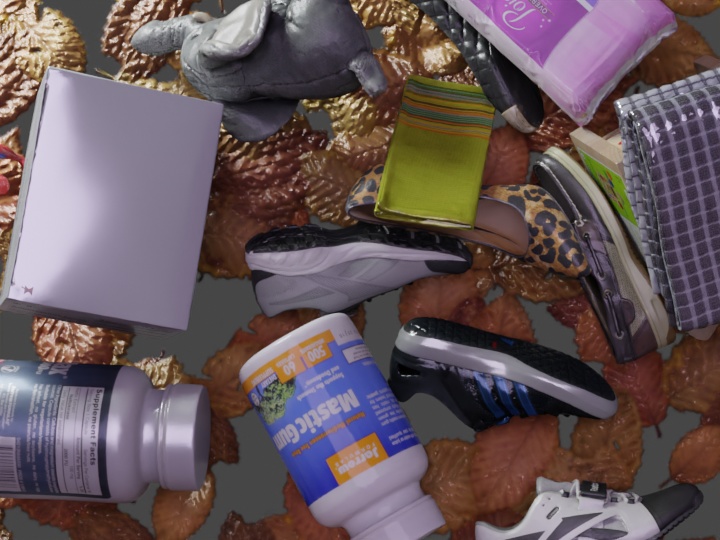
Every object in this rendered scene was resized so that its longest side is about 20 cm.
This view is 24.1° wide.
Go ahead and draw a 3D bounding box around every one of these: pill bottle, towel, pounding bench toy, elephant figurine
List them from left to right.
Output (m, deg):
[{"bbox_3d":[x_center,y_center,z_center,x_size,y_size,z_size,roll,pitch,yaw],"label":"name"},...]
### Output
[{"bbox_3d":[-0.233,0.139,1.444,0.199,0.120,0.120,2,81,4],"label":"pill bottle"},{"bbox_3d":[-0.094,-0.185,1.483,0.199,0.155,0.142,-22,95,0],"label":"elephant figurine"},{"bbox_3d":[-0.011,0.147,1.430,0.112,0.112,0.201,-30,79,-1],"label":"pill bottle"},{"bbox_3d":[0.067,-0.105,1.448,0.086,0.018,0.200,7,39,6],"label":"towel"},{"bbox_3d":[0.303,-0.059,1.432,0.155,0.124,0.201,-29,109,-2],"label":"pounding bench toy"},{"bbox_3d":[0.300,-0.058,1.321,0.165,0.086,0.201,-19,109,-5],"label":"towel"}]

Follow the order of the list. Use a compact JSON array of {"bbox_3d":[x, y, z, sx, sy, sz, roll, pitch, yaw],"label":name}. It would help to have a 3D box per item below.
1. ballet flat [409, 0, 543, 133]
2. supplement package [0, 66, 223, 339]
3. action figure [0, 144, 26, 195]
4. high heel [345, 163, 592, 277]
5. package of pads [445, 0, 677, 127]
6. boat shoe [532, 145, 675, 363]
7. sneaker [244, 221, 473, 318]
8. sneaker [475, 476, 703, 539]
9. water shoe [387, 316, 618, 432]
[{"bbox_3d":[0.100,-0.202,1.513,0.057,0.066,0.201,-41,73,29],"label":"ballet flat"},{"bbox_3d":[-0.216,-0.054,1.456,0.155,0.111,0.201,11,82,-14],"label":"supplement package"},{"bbox_3d":[-0.374,-0.109,1.528,0.200,0.099,0.065,31,87,30],"label":"action figure"},{"bbox_3d":[0.088,-0.032,1.429,0.142,0.072,0.200,-25,50,-31],"label":"high heel"},{"bbox_3d":[0.159,-0.232,1.438,0.121,0.076,0.200,-46,78,1],"label":"package of pads"},{"bbox_3d":[0.200,-0.013,1.461,0.065,0.073,0.201,-30,80,-6],"label":"boat shoe"},{"bbox_3d":[0.000,0.000,1.482,0.199,0.074,0.080,-4,110,-2],"label":"sneaker"},{"bbox_3d":[0.190,0.207,1.426,0.199,0.074,0.089,-23,82,0],"label":"sneaker"},{"bbox_3d":[0.122,0.102,1.462,0.199,0.072,0.079,19,110,5],"label":"water shoe"}]
